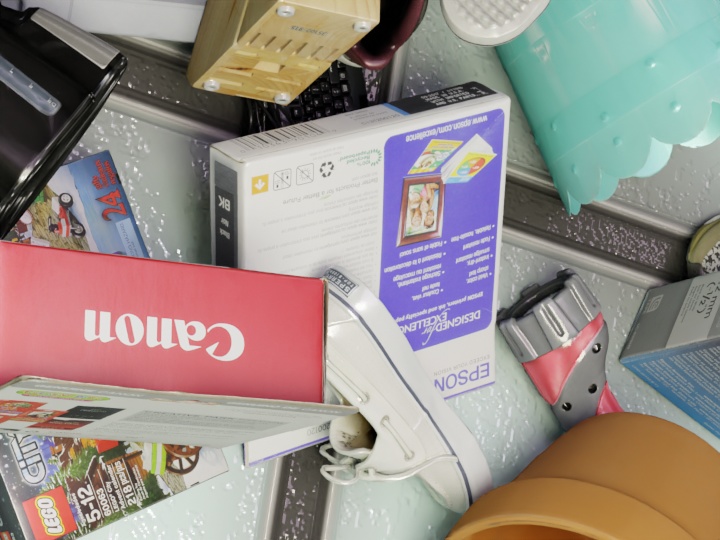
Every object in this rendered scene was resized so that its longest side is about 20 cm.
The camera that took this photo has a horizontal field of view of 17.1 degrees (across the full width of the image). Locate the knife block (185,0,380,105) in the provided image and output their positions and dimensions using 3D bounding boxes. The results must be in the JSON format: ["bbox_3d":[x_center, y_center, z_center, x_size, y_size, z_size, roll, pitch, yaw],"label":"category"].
[{"bbox_3d":[-0.034,-0.209,1.377,0.063,0.200,0.177,10,69,-22],"label":"knife block"}]

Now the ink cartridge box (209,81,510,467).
[{"bbox_3d":[0.000,0.000,1.460,0.197,0.043,0.202,-16,119,-32],"label":"ink cartridge box"}]

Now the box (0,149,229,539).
[{"bbox_3d":[-0.172,0.047,1.369,0.136,0.038,0.202,-22,92,-33],"label":"box"}]

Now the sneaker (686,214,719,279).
[{"bbox_3d":[0.311,-0.013,1.645,0.199,0.088,0.078,-7,84,-32],"label":"sneaker"}]

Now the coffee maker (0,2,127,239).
[{"bbox_3d":[-0.254,-0.100,1.286,0.200,0.135,0.193,39,79,-3],"label":"coffee maker"}]

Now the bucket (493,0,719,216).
[{"bbox_3d":[0.188,-0.141,1.533,0.206,0.207,0.136,-27,86,-32],"label":"bucket"}]

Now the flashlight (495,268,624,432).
[{"bbox_3d":[0.165,0.097,1.549,0.068,0.068,0.201,-40,101,-32],"label":"flashlight"}]

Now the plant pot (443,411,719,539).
[{"bbox_3d":[0.156,0.182,1.462,0.200,0.199,0.140,49,46,-14],"label":"plant pot"}]

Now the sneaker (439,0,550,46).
[{"bbox_3d":[0.095,-0.216,1.461,0.078,0.080,0.202,13,70,5],"label":"sneaker"}]

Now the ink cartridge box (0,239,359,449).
[{"bbox_3d":[-0.122,0.040,1.274,0.199,0.175,0.085,7,77,-30],"label":"ink cartridge box"}]

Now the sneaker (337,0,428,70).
[{"bbox_3d":[0.025,-0.212,1.427,0.075,0.116,0.202,6,104,-10],"label":"sneaker"}]

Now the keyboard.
[{"bbox_3d":[-0.031,-0.102,1.484,0.103,0.040,0.202,-8,83,-33],"label":"keyboard"}]

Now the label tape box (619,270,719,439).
[{"bbox_3d":[0.285,0.059,1.549,0.143,0.200,0.066,37,62,-20],"label":"label tape box"}]

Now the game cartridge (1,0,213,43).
[{"bbox_3d":[-0.109,-0.201,1.402,0.198,0.041,0.134,4,120,-21],"label":"game cartridge"}]

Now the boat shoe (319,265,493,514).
[{"bbox_3d":[0.007,0.095,1.434,0.086,0.074,0.202,-43,131,-13],"label":"boat shoe"}]
